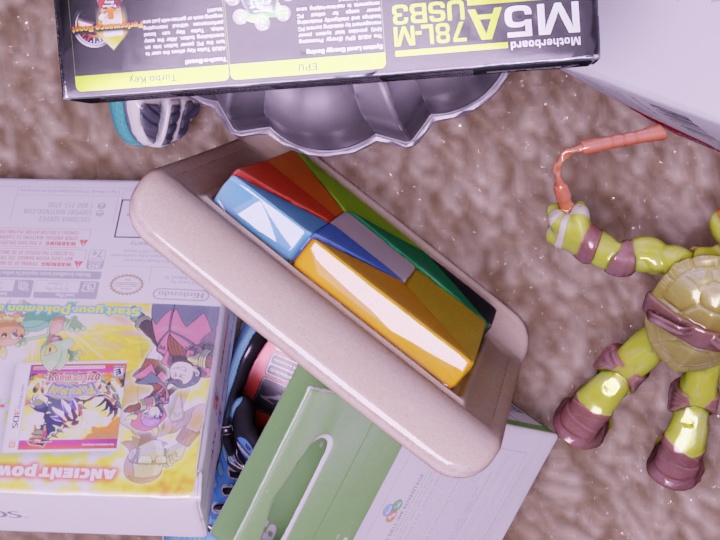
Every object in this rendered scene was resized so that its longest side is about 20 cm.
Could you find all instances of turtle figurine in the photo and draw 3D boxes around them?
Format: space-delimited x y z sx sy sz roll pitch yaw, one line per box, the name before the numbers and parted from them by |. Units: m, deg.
turtle figurine | 0.169 0.028 0.778 0.200 0.064 0.161 16 118 -8

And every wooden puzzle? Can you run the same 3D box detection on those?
wooden puzzle | 0.000 0.000 0.744 0.185 0.200 0.037 39 107 1

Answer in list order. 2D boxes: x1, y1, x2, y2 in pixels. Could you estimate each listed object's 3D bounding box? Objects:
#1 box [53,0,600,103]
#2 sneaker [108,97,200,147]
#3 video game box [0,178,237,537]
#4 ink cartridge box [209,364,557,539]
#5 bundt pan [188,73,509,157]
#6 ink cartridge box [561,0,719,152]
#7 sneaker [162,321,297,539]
box | -0.017 -0.164 0.596 0.200 0.048 0.193 -5 96 4
sneaker | -0.129 -0.157 0.818 0.080 0.077 0.200 -14 88 25
video game box | -0.161 0.037 0.785 0.200 0.047 0.182 1 51 6
ink cartridge box | -0.001 0.096 0.750 0.059 0.200 0.104 35 101 37
bundt pan | -0.013 -0.147 0.658 0.202 0.076 0.202 0 93 5
ink cartridge box | 0.218 -0.107 0.704 0.200 0.145 0.145 29 96 36
sneaker | -0.056 0.092 0.809 0.078 0.090 0.200 16 96 3
